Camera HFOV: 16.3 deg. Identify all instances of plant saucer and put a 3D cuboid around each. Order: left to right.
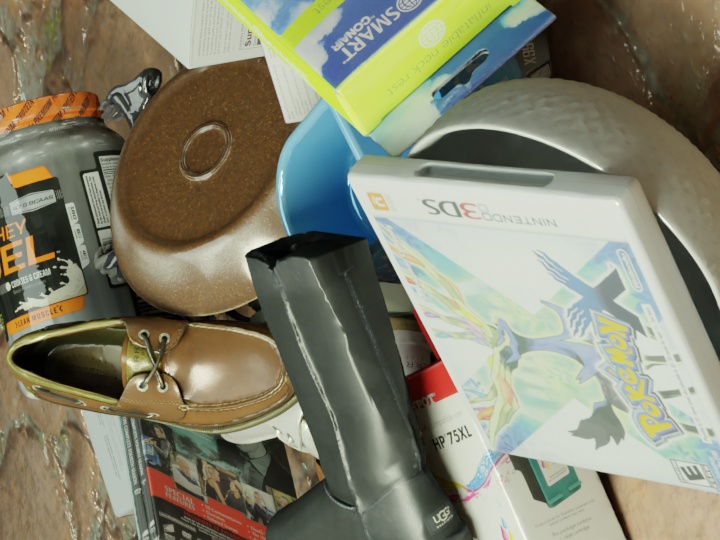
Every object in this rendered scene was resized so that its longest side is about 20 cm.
[{"bbox_3d":[-0.090,-0.069,1.605,0.200,0.037,0.201,-19,54,29],"label":"plant saucer"}]

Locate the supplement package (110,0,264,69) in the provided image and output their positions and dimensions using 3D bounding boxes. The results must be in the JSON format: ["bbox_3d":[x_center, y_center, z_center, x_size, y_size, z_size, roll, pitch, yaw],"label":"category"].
[{"bbox_3d":[-0.105,-0.245,1.613,0.200,0.111,0.156,43,135,46],"label":"supplement package"}]

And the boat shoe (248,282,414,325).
[{"bbox_3d":[-0.002,-0.001,1.569,0.201,0.072,0.061,-25,50,51],"label":"boat shoe"}]

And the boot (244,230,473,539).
[{"bbox_3d":[-0.026,0.077,1.453,0.165,0.066,0.201,-6,112,47],"label":"boot"}]

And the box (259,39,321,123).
[{"bbox_3d":[-0.050,-0.185,1.499,0.039,0.041,0.201,-72,-31,-56],"label":"box"}]

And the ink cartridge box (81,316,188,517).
[{"bbox_3d":[-0.158,0.065,1.886,0.200,0.040,0.200,-35,70,54],"label":"ink cartridge box"}]

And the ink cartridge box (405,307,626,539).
[{"bbox_3d":[0.072,0.107,1.465,0.116,0.067,0.201,-31,81,59],"label":"ink cartridge box"}]

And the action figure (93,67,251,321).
[{"bbox_3d":[-0.115,-0.033,1.707,0.102,0.118,0.201,124,139,-51],"label":"action figure"}]

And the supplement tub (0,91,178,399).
[{"bbox_3d":[-0.206,-0.018,1.785,0.122,0.122,0.201,-28,77,59],"label":"supplement tub"}]

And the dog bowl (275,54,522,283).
[{"bbox_3d":[0.017,-0.066,1.420,0.200,0.049,0.112,-46,65,47],"label":"dog bowl"}]

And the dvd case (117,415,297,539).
[{"bbox_3d":[-0.098,0.133,1.665,0.022,0.146,0.200,-41,40,25],"label":"dvd case"}]

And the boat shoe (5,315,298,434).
[{"bbox_3d":[-0.130,0.065,1.585,0.199,0.068,0.072,-4,78,24],"label":"boat shoe"}]

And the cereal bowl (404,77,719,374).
[{"bbox_3d":[0.123,-0.023,1.300,0.200,0.083,0.200,29,147,21],"label":"cereal bowl"}]

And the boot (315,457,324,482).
[{"bbox_3d":[0.029,0.194,1.592,0.200,0.076,0.156,-160,59,-68],"label":"boot"}]

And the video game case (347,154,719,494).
[{"bbox_3d":[0.100,0.028,1.290,0.182,0.022,0.200,7,136,44],"label":"video game case"}]

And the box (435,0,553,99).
[{"bbox_3d":[0.039,-0.163,1.457,0.158,0.050,0.201,-1,100,59],"label":"box"}]

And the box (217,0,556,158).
[{"bbox_3d":[0.000,-0.158,1.362,0.200,0.122,0.048,45,175,42],"label":"box"}]

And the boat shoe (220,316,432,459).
[{"bbox_3d":[-0.029,0.088,1.609,0.200,0.071,0.070,-27,62,48],"label":"boat shoe"}]
